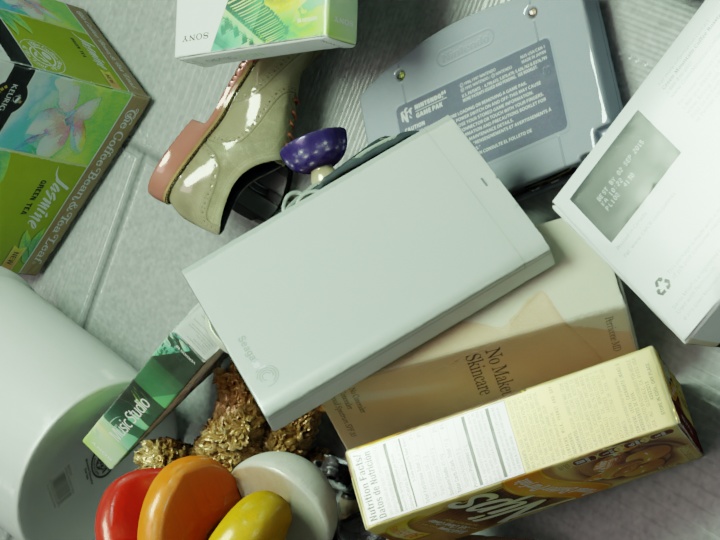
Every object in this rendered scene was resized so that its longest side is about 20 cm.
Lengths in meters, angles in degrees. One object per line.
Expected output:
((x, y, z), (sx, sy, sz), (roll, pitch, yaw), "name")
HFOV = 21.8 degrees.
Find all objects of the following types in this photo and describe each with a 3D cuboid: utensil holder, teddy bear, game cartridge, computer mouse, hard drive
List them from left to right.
((-0.265, 0.111, 1.478), (0.200, 0.170, 0.170), (30, 104, 35), "utensil holder")
((-0.085, 0.139, 1.341), (0.200, 0.145, 0.067), (-45, 47, 20), "teddy bear")
((-0.058, -0.048, 1.407), (0.200, 0.034, 0.059), (38, 108, 36), "computer mouse")
((0.002, -0.002, 1.163), (0.200, 0.026, 0.132), (-30, 53, -5), "hard drive")
((0.089, -0.110, 1.291), (0.200, 0.041, 0.134), (-22, 75, 36), "game cartridge")

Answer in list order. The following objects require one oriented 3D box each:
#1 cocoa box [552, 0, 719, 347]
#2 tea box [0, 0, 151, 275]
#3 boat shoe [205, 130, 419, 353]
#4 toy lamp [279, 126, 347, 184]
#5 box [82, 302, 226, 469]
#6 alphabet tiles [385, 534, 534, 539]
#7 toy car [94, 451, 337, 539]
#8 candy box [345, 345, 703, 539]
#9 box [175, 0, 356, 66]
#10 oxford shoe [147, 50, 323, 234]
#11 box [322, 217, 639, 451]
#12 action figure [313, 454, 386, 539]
((0.240, -0.067, 1.095), (0.200, 0.131, 0.133), (-54, 55, 21), "cocoa box")
((-0.318, -0.120, 1.528), (0.200, 0.196, 0.134), (-54, 54, 22), "tea box")
((-0.023, -0.021, 1.241), (0.075, 0.200, 0.062), (50, 156, 2), "boat shoe")
((0.000, 0.000, 1.325), (0.058, 0.058, 0.201), (-26, 78, 35), "toy lamp")
((-0.113, 0.053, 1.333), (0.036, 0.144, 0.200), (43, 142, 2), "box")
((0.040, 0.222, 1.148), (0.167, 0.200, 0.008), (1, 117, 18), "alphabet tiles")
((-0.117, 0.208, 1.266), (0.150, 0.175, 0.200), (28, 135, 16), "toy car")
((0.103, 0.113, 1.155), (0.199, 0.115, 0.055), (-21, 69, 12), "candy box")
((-0.063, -0.247, 1.282), (0.144, 0.036, 0.201), (-3, 85, 40), "box")
((-0.069, -0.114, 1.396), (0.075, 0.070, 0.200), (38, 89, 10), "oxford shoe")
((0.071, 0.040, 1.186), (0.199, 0.095, 0.078), (-16, 54, 8), "box")
((0.025, 0.160, 1.291), (0.130, 0.069, 0.200), (47, 118, 25), "action figure")
